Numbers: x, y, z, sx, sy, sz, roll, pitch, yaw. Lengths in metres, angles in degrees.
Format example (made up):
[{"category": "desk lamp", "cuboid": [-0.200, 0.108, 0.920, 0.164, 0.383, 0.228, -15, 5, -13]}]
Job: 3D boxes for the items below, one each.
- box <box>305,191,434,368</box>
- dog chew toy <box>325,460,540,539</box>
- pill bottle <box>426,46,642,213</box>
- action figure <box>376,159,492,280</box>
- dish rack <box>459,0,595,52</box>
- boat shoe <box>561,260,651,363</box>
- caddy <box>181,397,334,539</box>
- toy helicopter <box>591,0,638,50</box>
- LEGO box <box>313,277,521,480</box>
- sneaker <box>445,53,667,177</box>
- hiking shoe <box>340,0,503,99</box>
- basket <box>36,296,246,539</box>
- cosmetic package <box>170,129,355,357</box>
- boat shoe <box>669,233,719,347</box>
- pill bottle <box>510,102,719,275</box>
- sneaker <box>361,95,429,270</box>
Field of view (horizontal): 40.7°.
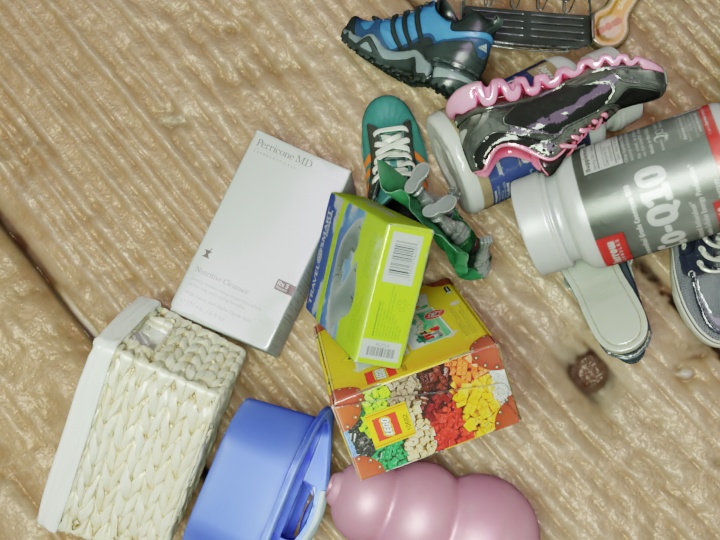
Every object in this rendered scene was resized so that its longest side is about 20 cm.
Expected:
[{"category": "box", "cuboid": [0.000, 0.000, 0.883, 0.047, 0.200, 0.123, 10, 99, -19]}, {"category": "dog chew toy", "cuboid": [0.063, 0.235, 0.905, 0.199, 0.125, 0.125, 22, 82, -6]}, {"category": "pill bottle", "cuboid": [0.176, -0.147, 0.980, 0.199, 0.111, 0.111, -26, 81, -2]}, {"category": "action figure", "cuboid": [0.090, -0.036, 0.927, 0.055, 0.200, 0.118, -37, 64, 6]}, {"category": "dish rack", "cuboid": [0.175, -0.311, 1.008, 0.153, 0.055, 0.201, 4, 58, 4]}, {"category": "boat shoe", "cuboid": [0.239, -0.001, 0.976, 0.075, 0.062, 0.201, -26, 61, 9]}, {"category": "caddy", "cuboid": [-0.084, 0.215, 0.916, 0.105, 0.141, 0.201, 21, 82, 10]}, {"category": "toy helicopter", "cuboid": [0.309, -0.321, 1.036, 0.132, 0.079, 0.201, 29, 93, -3]}, {"category": "LEGO box", "cuboid": [0.044, 0.091, 0.895, 0.148, 0.200, 0.077, -20, 107, -1]}, {"category": "sneaker", "cuboid": [0.181, -0.134, 0.884, 0.199, 0.079, 0.096, -11, 77, 11]}, {"category": "hiking shoe", "cuboid": [0.062, -0.233, 0.983, 0.200, 0.074, 0.087, 33, 97, 42]}, {"category": "basket", "cuboid": [-0.199, 0.149, 0.908, 0.123, 0.136, 0.201, 22, 107, -2]}, {"category": "cosmetic package", "cuboid": [-0.094, -0.025, 0.985, 0.112, 0.081, 0.201, 22, 83, 7]}, {"category": "boat shoe", "cuboid": [0.349, -0.025, 0.964, 0.074, 0.093, 0.201, -11, 80, 0]}, {"category": "pill bottle", "cuboid": [0.249, -0.069, 0.897, 0.199, 0.114, 0.114, -19, 80, 19]}, {"category": "sneaker", "cuboid": [0.039, -0.090, 0.991, 0.071, 0.080, 0.201, -8, 80, 1]}]
